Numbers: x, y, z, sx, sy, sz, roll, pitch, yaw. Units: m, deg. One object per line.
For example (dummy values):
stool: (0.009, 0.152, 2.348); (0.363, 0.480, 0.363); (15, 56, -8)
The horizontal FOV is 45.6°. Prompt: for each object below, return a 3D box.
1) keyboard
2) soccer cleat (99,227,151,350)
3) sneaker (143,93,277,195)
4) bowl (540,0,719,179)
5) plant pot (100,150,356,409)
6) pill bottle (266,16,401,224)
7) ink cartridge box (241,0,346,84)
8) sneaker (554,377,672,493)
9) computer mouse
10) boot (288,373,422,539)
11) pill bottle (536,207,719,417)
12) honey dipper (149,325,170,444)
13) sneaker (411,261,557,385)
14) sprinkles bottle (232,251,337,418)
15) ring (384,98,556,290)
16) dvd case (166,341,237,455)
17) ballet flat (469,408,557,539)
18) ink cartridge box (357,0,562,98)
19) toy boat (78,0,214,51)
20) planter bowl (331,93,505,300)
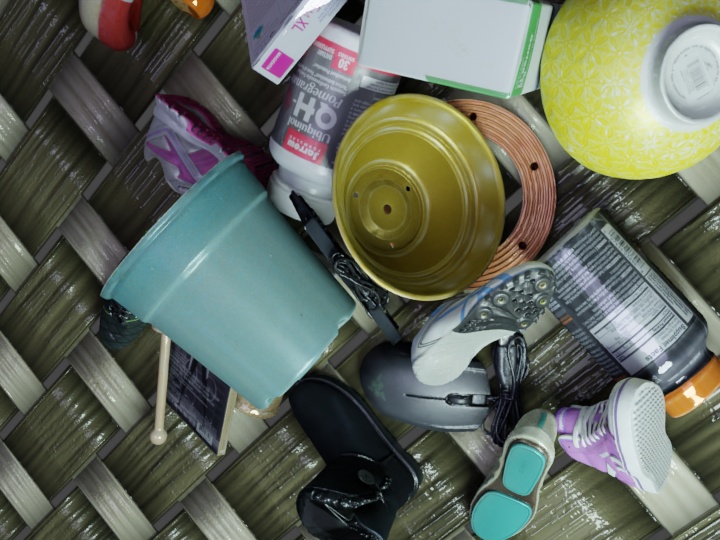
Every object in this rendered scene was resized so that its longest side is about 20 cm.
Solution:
keyboard: (0.000, 0.000, 0.891); (0.039, 0.104, 0.201); (-35, 128, 4)
soccer cleat: (-0.282, 0.020, 1.057); (0.067, 0.081, 0.201); (38, 112, 10)
sneaker: (-0.173, -0.118, 0.992); (0.199, 0.081, 0.089); (40, 114, 18)
bowl: (0.267, -0.171, 0.741); (0.197, 0.108, 0.203); (-3, 106, -10)
plant pot: (-0.120, 0.020, 0.867); (0.196, 0.200, 0.200); (43, 113, -4)
pill bottle: (-0.033, -0.156, 0.906); (0.110, 0.111, 0.202); (26, 109, 14)
ink cartridge box: (-0.073, -0.292, 0.885); (0.042, 0.201, 0.119); (28, 120, -34)
sneaker: (0.235, 0.155, 0.834); (0.113, 0.201, 0.073); (18, 64, 32)
computer mouse: (0.085, 0.129, 0.950); (0.197, 0.053, 0.141); (3, 103, 21)
boot: (-0.029, 0.212, 0.950); (0.200, 0.168, 0.077); (43, 113, 9)
pill bottle: (0.262, 0.046, 0.835); (0.200, 0.106, 0.106); (48, 113, 6)
honey dipper: (-0.247, 0.124, 1.066); (0.037, 0.038, 0.203); (14, 105, 18)
sneaker: (0.114, 0.043, 0.851); (0.071, 0.073, 0.200); (21, 137, -25)
sprinkles bottle: (-0.092, 0.074, 1.001); (0.068, 0.068, 0.202); (29, 110, 13)
ring: (0.111, -0.080, 0.916); (0.197, 0.019, 0.204); (4, 101, 20)
dvd case: (-0.187, 0.097, 1.036); (0.148, 0.016, 0.203); (31, 114, 44)
ballet flat: (0.171, 0.223, 0.926); (0.067, 0.063, 0.201); (26, 136, 10)
ink cartridge box: (0.101, -0.219, 0.794); (0.145, 0.200, 0.084); (16, 110, 18)
toy boat: (-0.223, -0.329, 0.956); (0.130, 0.131, 0.200); (33, 114, -19)
planter bowl: (0.044, -0.068, 0.866); (0.083, 0.198, 0.203); (-14, 98, 62)
